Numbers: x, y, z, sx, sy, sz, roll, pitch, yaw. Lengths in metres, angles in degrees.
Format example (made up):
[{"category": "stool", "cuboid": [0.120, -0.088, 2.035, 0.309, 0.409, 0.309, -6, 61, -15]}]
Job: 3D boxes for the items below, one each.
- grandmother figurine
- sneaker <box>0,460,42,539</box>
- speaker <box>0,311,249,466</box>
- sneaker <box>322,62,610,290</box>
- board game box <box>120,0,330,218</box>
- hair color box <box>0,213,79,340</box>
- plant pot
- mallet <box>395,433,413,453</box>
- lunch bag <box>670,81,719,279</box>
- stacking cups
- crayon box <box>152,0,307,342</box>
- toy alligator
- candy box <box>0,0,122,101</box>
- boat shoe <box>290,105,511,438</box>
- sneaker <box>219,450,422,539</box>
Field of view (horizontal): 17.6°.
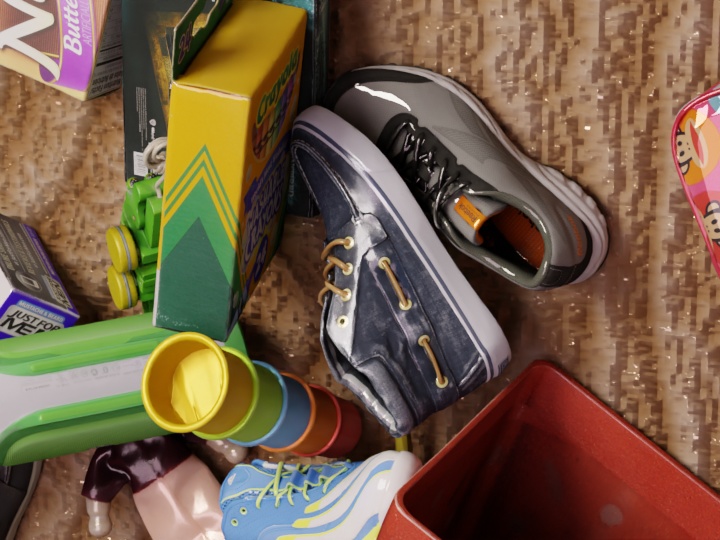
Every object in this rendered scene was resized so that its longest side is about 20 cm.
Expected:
[{"category": "grandmother figurine", "cuboid": [-0.134, 0.138, 1.570, 0.121, 0.061, 0.201, -30, 87, -4]}, {"category": "sneaker", "cuboid": [-0.283, 0.163, 1.614, 0.075, 0.106, 0.201, 19, 111, 19]}, {"category": "speaker", "cuboid": [-0.174, 0.075, 1.493, 0.088, 0.199, 0.089, 170, 90, -71]}, {"category": "sneaker", "cuboid": [0.059, -0.058, 1.415, 0.200, 0.079, 0.074, 36, 117, 14]}, {"category": "board game box", "cuboid": [-0.085, -0.136, 1.459, 0.135, 0.028, 0.201, 12, 122, 16]}, {"category": "hair color box", "cuboid": [-0.282, 0.066, 1.565, 0.200, 0.065, 0.109, -53, 41, 16]}, {"category": "plant pot", "cuboid": [0.105, 0.211, 1.413, 0.200, 0.200, 0.177, 39, 128, 11]}, {"category": "mallet", "cuboid": [0.025, 0.129, 1.487, 0.041, 0.066, 0.201, 4, 106, 22]}, {"category": "lunch bag", "cuboid": [0.284, -0.032, 1.317, 0.176, 0.082, 0.201, -16, 96, 27]}, {"category": "stacking cups", "cuboid": [-0.063, 0.085, 1.442, 0.060, 0.200, 0.061, -6, 76, 23]}, {"category": "crayon box", "cuboid": [-0.077, -0.075, 1.392, 0.051, 0.126, 0.201, 12, 123, 9]}, {"category": "toy alligator", "cuboid": [-0.135, -0.034, 1.498, 0.200, 0.059, 0.054, 97, 151, -51]}, {"category": "candy box", "cuboid": [-0.190, -0.224, 1.497, 0.116, 0.056, 0.201, 24, 111, 16]}, {"category": "boat shoe", "cuboid": [0.000, 0.000, 1.405, 0.201, 0.091, 0.071, 54, 162, 4]}, {"category": "sneaker", "cuboid": [-0.035, 0.154, 1.459, 0.105, 0.076, 0.200, 26, 145, -5]}]
